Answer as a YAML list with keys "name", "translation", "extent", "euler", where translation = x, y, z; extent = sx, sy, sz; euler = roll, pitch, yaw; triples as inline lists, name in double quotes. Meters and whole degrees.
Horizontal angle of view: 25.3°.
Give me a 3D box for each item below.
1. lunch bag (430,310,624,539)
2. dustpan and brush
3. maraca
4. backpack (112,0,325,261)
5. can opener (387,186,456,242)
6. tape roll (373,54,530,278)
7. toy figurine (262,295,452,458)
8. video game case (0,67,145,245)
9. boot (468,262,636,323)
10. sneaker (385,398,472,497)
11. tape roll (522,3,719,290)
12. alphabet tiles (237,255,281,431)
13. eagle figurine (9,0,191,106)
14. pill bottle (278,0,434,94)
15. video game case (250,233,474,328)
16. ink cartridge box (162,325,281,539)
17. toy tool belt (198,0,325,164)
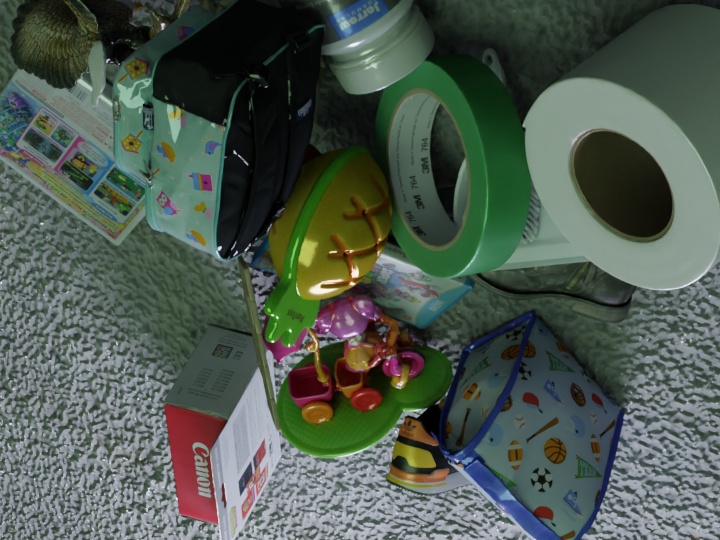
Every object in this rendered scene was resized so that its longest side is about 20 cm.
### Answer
- name: "lunch bag"
  translation: [0.167, 0.175, 1.634]
  extent: [0.124, 0.200, 0.170]
  euler: [-34, 111, 34]
- name: "dustpan and brush"
  translation: [0.138, -0.103, 1.475]
  extent: [0.139, 0.057, 0.200]
  euler: [-6, 87, 35]
- name: "maraca"
  translation: [-0.037, -0.023, 1.493]
  extent: [0.107, 0.200, 0.137]
  euler: [24, 179, 23]
- name: "backpack"
  translation: [-0.123, -0.118, 1.375]
  extent: [0.153, 0.176, 0.200]
  euler: [16, 129, 19]
- name: "can opener"
  translation: [0.031, -0.067, 1.596]
  extent: [0.200, 0.067, 0.053]
  euler: [-7, 149, 16]
- name: "tape roll"
  translation: [0.080, -0.094, 1.457]
  extent: [0.200, 0.048, 0.201]
  euler: [30, 125, 57]
- name: "toy figurine"
  translation: [-0.020, 0.079, 1.669]
  extent: [0.200, 0.150, 0.184]
  euler: [-14, 139, 9]
- name: "video game case"
  translation: [-0.298, -0.135, 1.714]
  extent: [0.200, 0.024, 0.182]
  euler: [37, 136, -10]
- name: "boot"
  translation: [0.202, -0.047, 1.521]
  extent: [0.200, 0.069, 0.174]
  euler: [16, 129, -1]
- name: "sneaker"
  translation: [0.104, 0.177, 1.709]
  extent: [0.070, 0.200, 0.090]
  euler: [18, 107, 34]
- name: "tape roll"
  translation: [0.257, -0.103, 1.340]
  extent: [0.203, 0.139, 0.203]
  euler: [35, 145, 29]
- name: "alphabet tiles"
  translation: [-0.108, 0.070, 1.688]
  extent: [0.008, 0.200, 0.167]
  euler: [-12, 97, -5]
- name: "eagle figurine"
  translation: [-0.261, -0.243, 1.515]
  extent: [0.200, 0.152, 0.151]
  euler: [28, 178, 9]
- name: "pill bottle"
  translation: [-0.022, -0.261, 1.398]
  extent: [0.114, 0.114, 0.200]
  euler: [-13, 123, 34]
- name: "video game case"
  translation: [0.000, 0.000, 1.633]
  extent: [0.200, 0.018, 0.143]
  euler: [20, 155, -12]
- name: "ink cartridge box"
  translation: [-0.165, 0.198, 1.844]
  extent: [0.084, 0.176, 0.200]
  euler: [13, 133, 15]
- name: "toy tool belt"
  translation: [-0.100, -0.179, 1.529]
  extent: [0.123, 0.125, 0.200]
  euler: [32, 146, 49]
